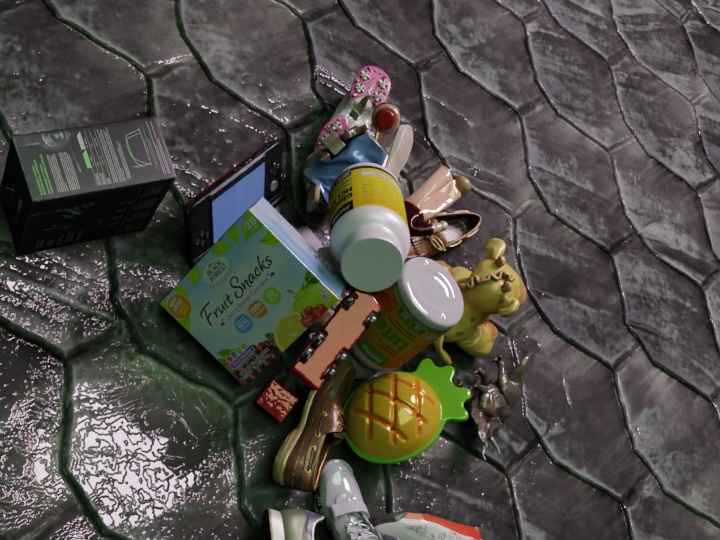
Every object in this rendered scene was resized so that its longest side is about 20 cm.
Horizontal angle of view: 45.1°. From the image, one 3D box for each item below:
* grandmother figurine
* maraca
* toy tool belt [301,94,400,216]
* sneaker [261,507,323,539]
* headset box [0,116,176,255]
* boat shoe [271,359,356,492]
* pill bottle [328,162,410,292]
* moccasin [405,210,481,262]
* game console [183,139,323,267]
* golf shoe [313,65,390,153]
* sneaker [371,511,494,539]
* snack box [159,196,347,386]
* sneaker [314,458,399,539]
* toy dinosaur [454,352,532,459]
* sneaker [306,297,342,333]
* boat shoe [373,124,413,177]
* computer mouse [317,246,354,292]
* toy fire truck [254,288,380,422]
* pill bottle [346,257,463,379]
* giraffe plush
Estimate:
[{"bbox_3d":[0.082,-0.095,1.381,0.121,0.061,0.200,26,53,35],"label":"grandmother figurine"},{"bbox_3d":[0.066,0.203,1.263,0.198,0.107,0.138,-24,61,-18],"label":"maraca"},{"bbox_3d":[-0.011,-0.172,1.333,0.125,0.200,0.123,42,12,-9],"label":"toy tool belt"},{"bbox_3d":[-0.074,0.409,1.130,0.089,0.067,0.202,2,65,-22],"label":"sneaker"},{"bbox_3d":[-0.367,-0.108,1.134,0.198,0.174,0.094,-16,77,-31],"label":"headset box"},{"bbox_3d":[-0.050,0.218,1.213,0.067,0.072,0.201,18,61,20],"label":"boat shoe"},{"bbox_3d":[0.011,-0.060,1.214,0.112,0.113,0.201,24,28,-17],"label":"pill bottle"},{"bbox_3d":[0.118,-0.057,1.433,0.200,0.078,0.074,-11,74,-31],"label":"moccasin"},{"bbox_3d":[-0.148,-0.060,1.271,0.118,0.173,0.200,32,52,19],"label":"game console"},{"bbox_3d":[-0.018,-0.242,1.448,0.075,0.091,0.201,34,80,-8],"label":"golf shoe"},{"bbox_3d":[0.106,0.412,1.229,0.200,0.067,0.109,18,59,-24],"label":"sneaker"},{"bbox_3d":[-0.145,0.031,1.176,0.169,0.200,0.068,45,22,-7],"label":"snack box"},{"bbox_3d":[-0.001,0.348,1.169,0.074,0.115,0.202,-1,69,-29],"label":"sneaker"},{"bbox_3d":[0.214,0.203,1.388,0.200,0.077,0.103,-38,101,-40],"label":"toy dinosaur"},{"bbox_3d":[-0.106,0.014,1.258,0.076,0.087,0.201,-43,109,-37],"label":"sneaker"},{"bbox_3d":[0.026,-0.158,1.439,0.059,0.072,0.202,14,69,24],"label":"boat shoe"},{"bbox_3d":[0.000,0.000,1.310,0.199,0.044,0.111,10,58,-63],"label":"computer mouse"},{"bbox_3d":[-0.060,0.117,1.198,0.049,0.141,0.201,40,74,-6],"label":"toy fire truck"},{"bbox_3d":[0.047,0.078,1.254,0.110,0.200,0.112,23,47,-26],"label":"pill bottle"},{"bbox_3d":[0.184,0.037,1.346,0.199,0.162,0.174,-17,75,-55],"label":"giraffe plush"}]
